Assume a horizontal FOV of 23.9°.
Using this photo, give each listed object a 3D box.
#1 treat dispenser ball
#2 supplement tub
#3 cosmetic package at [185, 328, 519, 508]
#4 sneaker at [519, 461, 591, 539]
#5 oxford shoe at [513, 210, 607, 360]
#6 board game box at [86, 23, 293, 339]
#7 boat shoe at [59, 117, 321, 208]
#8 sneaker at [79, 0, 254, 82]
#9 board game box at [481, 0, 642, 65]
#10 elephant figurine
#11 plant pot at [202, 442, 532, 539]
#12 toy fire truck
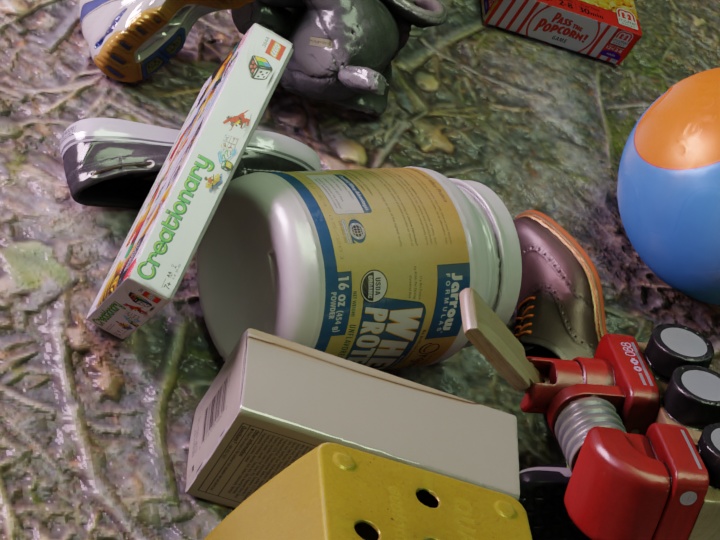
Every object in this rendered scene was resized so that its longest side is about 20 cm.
[{"bbox_3d":[0.316,-0.070,1.425,0.200,0.201,0.202,17,46,-18],"label":"treat dispenser ball"},{"bbox_3d":[0.000,0.000,1.208,0.199,0.145,0.145,-5,56,-34],"label":"supplement tub"},{"bbox_3d":[-0.005,0.122,1.130,0.199,0.104,0.073,19,45,-18],"label":"cosmetic package"},{"bbox_3d":[0.183,0.166,1.251,0.199,0.072,0.083,10,25,-26],"label":"sneaker"},{"bbox_3d":[0.148,0.038,1.324,0.072,0.071,0.201,-5,56,-28],"label":"oxford shoe"},{"bbox_3d":[-0.116,-0.058,1.148,0.035,0.126,0.201,29,68,-12],"label":"board game box"},{"bbox_3d":[-0.121,-0.065,1.249,0.199,0.070,0.067,8,57,-25],"label":"boat shoe"},{"bbox_3d":[-0.135,-0.236,1.314,0.088,0.200,0.075,58,3,34],"label":"sneaker"},{"bbox_3d":[0.184,-0.302,1.657,0.151,0.046,0.201,14,47,-22],"label":"board game box"},{"bbox_3d":[0.002,-0.204,1.411,0.200,0.141,0.156,-7,85,-54],"label":"elephant figurine"},{"bbox_3d":[0.005,0.218,0.968,0.199,0.177,0.200,18,32,-17],"label":"plant pot"},{"bbox_3d":[0.155,0.098,1.145,0.199,0.129,0.176,6,33,-14],"label":"toy fire truck"}]
